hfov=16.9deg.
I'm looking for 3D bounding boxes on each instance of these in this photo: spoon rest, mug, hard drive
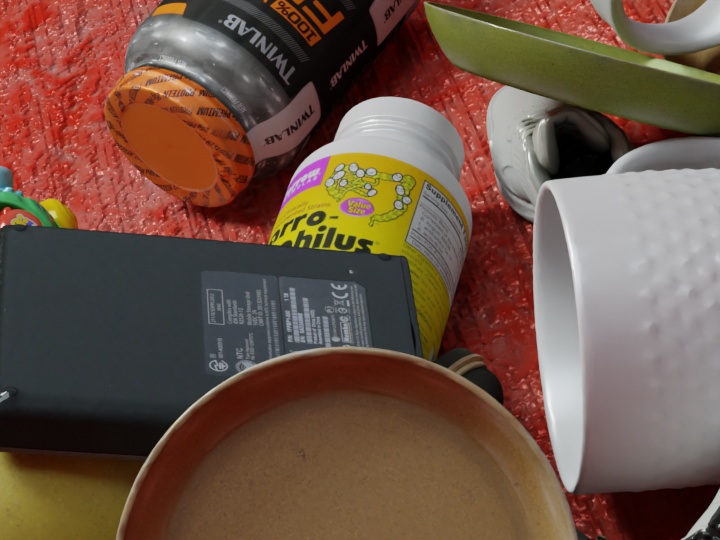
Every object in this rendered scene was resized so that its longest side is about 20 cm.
[{"bbox_3d":[0.224,-0.168,1.365,0.200,0.061,0.099,-17,39,-11],"label":"spoon rest"},{"bbox_3d":[0.175,0.007,1.146,0.175,0.148,0.200,-4,43,-4],"label":"mug"},{"bbox_3d":[-0.072,0.035,1.131,0.200,0.033,0.140,5,37,-9],"label":"hard drive"}]

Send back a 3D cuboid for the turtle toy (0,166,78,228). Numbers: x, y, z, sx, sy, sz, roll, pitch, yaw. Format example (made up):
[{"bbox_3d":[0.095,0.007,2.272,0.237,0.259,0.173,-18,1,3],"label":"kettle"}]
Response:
[{"bbox_3d":[-0.222,0.011,1.391,0.146,0.101,0.200,-31,38,-7],"label":"turtle toy"}]

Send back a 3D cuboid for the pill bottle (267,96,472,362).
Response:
[{"bbox_3d":[0.000,0.000,1.287,0.104,0.104,0.200,-5,43,23],"label":"pill bottle"}]

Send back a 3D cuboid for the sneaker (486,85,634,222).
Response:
[{"bbox_3d":[0.116,-0.061,1.297,0.078,0.099,0.200,-28,39,-3],"label":"sneaker"}]

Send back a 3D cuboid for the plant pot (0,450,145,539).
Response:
[{"bbox_3d":[-0.146,0.120,1.157,0.142,0.200,0.200,-26,39,-6],"label":"plant pot"}]

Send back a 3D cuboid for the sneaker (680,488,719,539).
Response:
[{"bbox_3d":[0.182,0.109,1.042,0.074,0.200,0.080,34,24,20],"label":"sneaker"}]

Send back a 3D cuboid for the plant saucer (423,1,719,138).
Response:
[{"bbox_3d":[0.126,-0.101,1.266,0.200,0.200,0.031,22,102,42],"label":"plant saucer"}]

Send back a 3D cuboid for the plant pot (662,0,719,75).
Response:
[{"bbox_3d":[0.270,-0.139,1.362,0.200,0.027,0.200,-15,40,13],"label":"plant pot"}]

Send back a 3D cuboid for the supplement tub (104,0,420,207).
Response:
[{"bbox_3d":[-0.059,-0.139,1.460,0.122,0.123,0.200,11,52,36],"label":"supplement tub"}]

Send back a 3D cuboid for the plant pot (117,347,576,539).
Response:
[{"bbox_3d":[-0.006,0.134,1.046,0.200,0.200,0.027,-26,-4,-1],"label":"plant pot"}]

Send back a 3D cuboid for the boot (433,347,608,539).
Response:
[{"bbox_3d":[0.075,0.118,1.158,0.138,0.078,0.200,18,32,9],"label":"boot"}]
